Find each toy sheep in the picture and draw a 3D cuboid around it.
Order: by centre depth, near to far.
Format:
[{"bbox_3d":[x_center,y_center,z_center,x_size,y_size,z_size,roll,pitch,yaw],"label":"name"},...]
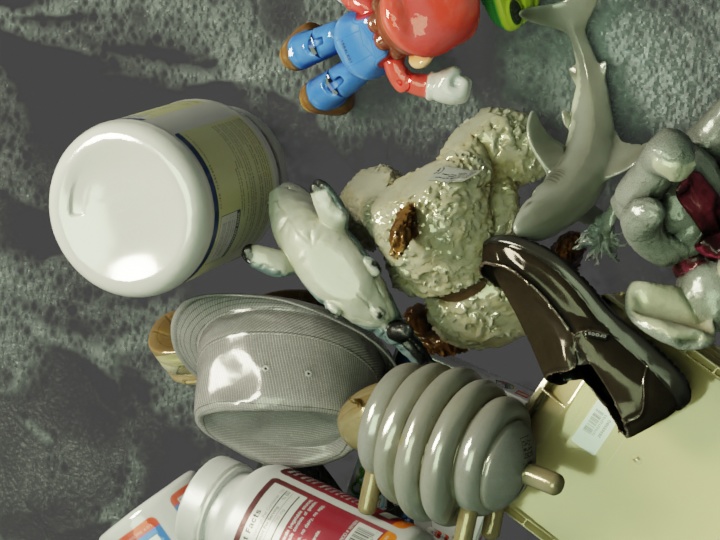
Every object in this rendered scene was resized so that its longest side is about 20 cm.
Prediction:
[{"bbox_3d":[0.069,0.140,1.538,0.200,0.138,0.138,17,107,25],"label":"toy sheep"}]

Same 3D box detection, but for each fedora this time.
[{"bbox_3d":[-0.070,0.103,1.643,0.200,0.090,0.177,12,143,-1],"label":"fedora"}]

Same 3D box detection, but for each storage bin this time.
[{"bbox_3d":[0.231,0.149,1.580,0.198,0.094,0.200,36,102,16],"label":"storage bin"}]

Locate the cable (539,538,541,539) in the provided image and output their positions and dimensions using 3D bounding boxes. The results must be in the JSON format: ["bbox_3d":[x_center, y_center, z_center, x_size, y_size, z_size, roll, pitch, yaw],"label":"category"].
[{"bbox_3d":[0.241,0.256,1.646,0.163,0.051,0.200,-26,90,26],"label":"cable"}]

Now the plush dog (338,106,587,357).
[{"bbox_3d":[0.087,-0.010,1.611,0.200,0.161,0.172,-27,115,25],"label":"plush dog"}]

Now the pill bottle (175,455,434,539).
[{"bbox_3d":[-0.046,0.227,1.605,0.200,0.113,0.113,22,109,26],"label":"pill bottle"}]

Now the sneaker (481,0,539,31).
[{"bbox_3d":[0.083,-0.285,1.589,0.084,0.074,0.200,-21,98,51],"label":"sneaker"}]

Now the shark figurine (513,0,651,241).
[{"bbox_3d":[0.190,-0.118,1.565,0.089,0.128,0.215,-4,73,44],"label":"shark figurine"}]

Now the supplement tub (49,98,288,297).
[{"bbox_3d":[-0.154,-0.066,1.650,0.145,0.200,0.145,5,103,21],"label":"supplement tub"}]

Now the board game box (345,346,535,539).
[{"bbox_3d":[0.062,0.172,1.707,0.126,0.035,0.200,25,110,16],"label":"board game box"}]

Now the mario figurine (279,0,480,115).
[{"bbox_3d":[0.031,-0.192,1.609,0.123,0.106,0.200,37,147,-26],"label":"mario figurine"}]

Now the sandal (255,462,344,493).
[{"bbox_3d":[-0.022,0.239,1.709,0.201,0.075,0.048,58,153,2],"label":"sandal"}]

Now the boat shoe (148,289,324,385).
[{"bbox_3d":[-0.085,0.065,1.733,0.200,0.071,0.065,-3,136,21],"label":"boat shoe"}]

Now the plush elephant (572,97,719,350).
[{"bbox_3d":[0.269,-0.022,1.517,0.155,0.165,0.200,49,132,11],"label":"plush elephant"}]

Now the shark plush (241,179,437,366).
[{"bbox_3d":[0.000,0.000,1.600,0.200,0.083,0.091,36,97,7],"label":"shark plush"}]

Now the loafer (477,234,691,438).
[{"bbox_3d":[0.160,0.051,1.507,0.200,0.073,0.071,41,79,15],"label":"loafer"}]

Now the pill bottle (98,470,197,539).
[{"bbox_3d":[-0.135,0.290,1.771,0.112,0.112,0.200,-38,86,24],"label":"pill bottle"}]
